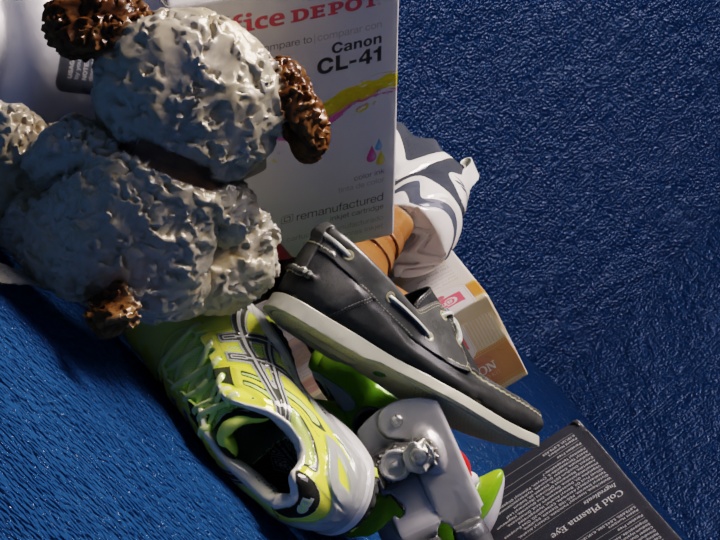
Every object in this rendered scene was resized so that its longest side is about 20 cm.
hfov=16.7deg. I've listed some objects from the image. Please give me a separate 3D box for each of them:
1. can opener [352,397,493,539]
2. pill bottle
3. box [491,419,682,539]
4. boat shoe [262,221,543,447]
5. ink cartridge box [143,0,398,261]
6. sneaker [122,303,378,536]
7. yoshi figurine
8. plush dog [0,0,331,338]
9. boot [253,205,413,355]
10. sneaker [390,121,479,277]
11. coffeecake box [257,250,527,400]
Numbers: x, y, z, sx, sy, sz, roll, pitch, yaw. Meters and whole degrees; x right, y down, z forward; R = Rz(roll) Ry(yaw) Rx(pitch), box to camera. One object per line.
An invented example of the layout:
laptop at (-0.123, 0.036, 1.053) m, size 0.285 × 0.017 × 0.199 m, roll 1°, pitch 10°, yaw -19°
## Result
can opener at (0.056, 0.165, 1.432) m, size 0.066 × 0.052 × 0.201 m, roll 77°, pitch -11°, yaw -87°
pill bottle at (-0.187, -0.130, 1.501) m, size 0.199 × 0.120 × 0.120 m, roll 5°, pitch 31°, yaw -37°
box at (0.174, 0.236, 1.620) m, size 0.182 × 0.104 × 0.200 m, roll 49°, pitch -10°, yaw 51°
boat shoe at (0.038, 0.044, 1.453) m, size 0.200 × 0.068 × 0.072 m, roll 34°, pitch -17°, yaw -25°
ink cartridge box at (-0.057, -0.105, 1.455) m, size 0.086 × 0.147 × 0.201 m, roll -120°, pitch -157°, yaw -45°
sneaker at (-0.071, 0.069, 1.410) m, size 0.200 × 0.075 × 0.076 m, roll 42°, pitch 10°, yaw 24°
yoshi figurine at (0.009, 0.142, 1.516) m, size 0.200 × 0.112 × 0.112 m, roll 58°, pitch 42°, yaw -14°
plush dog at (-0.112, -0.062, 1.334) m, size 0.199 × 0.172 × 0.161 m, roll 21°, pitch 13°, yaw -13°
boot at (0.000, 0.000, 1.596) m, size 0.199 × 0.074 × 0.155 m, roll 24°, pitch 29°, yaw 21°
sneaker at (-0.002, -0.045, 1.756) m, size 0.080 × 0.199 × 0.130 m, roll 62°, pitch 37°, yaw -18°
coffeecake box at (0.012, 0.048, 1.741) m, size 0.073 × 0.153 × 0.200 m, roll 61°, pitch -2°, yaw -24°
